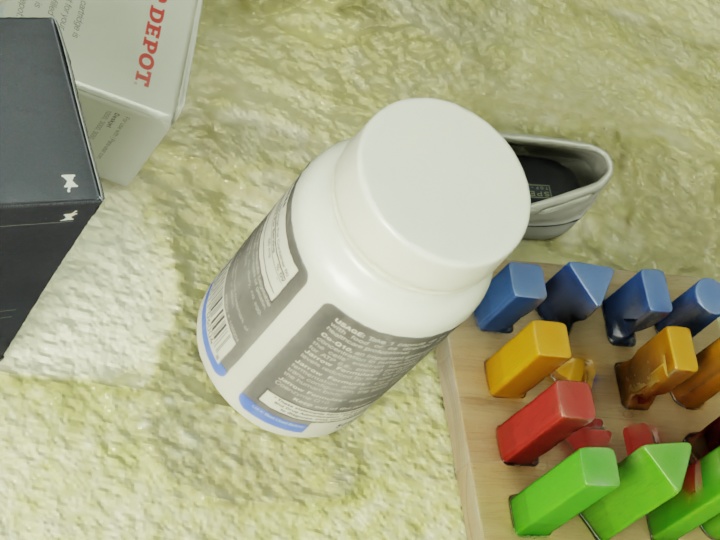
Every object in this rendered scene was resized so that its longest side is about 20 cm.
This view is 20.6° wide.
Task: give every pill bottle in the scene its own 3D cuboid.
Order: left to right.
[{"bbox_3d":[0.000,0.000,1.034,0.114,0.200,0.114,13,58,-22],"label":"pill bottle"}]

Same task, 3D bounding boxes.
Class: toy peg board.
[{"bbox_3d":[0.159,0.072,1.145,0.200,0.098,0.199,5,62,-26],"label":"toy peg board"}]

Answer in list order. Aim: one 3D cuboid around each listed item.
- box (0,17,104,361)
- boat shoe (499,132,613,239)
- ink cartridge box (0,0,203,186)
[{"bbox_3d":[-0.249,-0.028,0.928,0.200,0.182,0.104,-4,66,-31],"label":"box"},{"bbox_3d":[0.060,-0.057,1.184,0.200,0.065,0.074,-7,67,-31],"label":"boat shoe"},{"bbox_3d":[-0.193,-0.151,1.088,0.200,0.085,0.145,19,57,-17],"label":"ink cartridge box"}]
